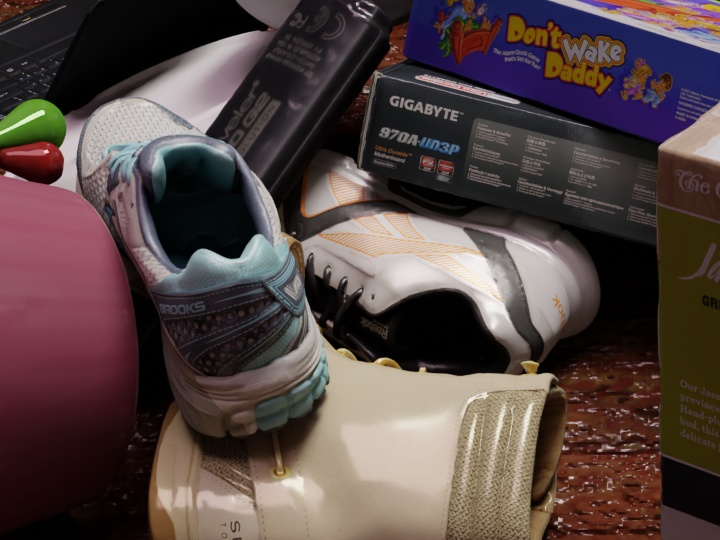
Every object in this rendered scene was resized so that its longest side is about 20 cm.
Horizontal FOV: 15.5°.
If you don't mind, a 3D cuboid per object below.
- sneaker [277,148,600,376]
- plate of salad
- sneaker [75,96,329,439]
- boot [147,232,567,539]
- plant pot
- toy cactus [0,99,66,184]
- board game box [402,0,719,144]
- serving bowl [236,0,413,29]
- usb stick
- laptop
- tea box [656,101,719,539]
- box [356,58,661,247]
[{"bbox_3d":[0.000,0.000,1.151,0.199,0.074,0.080,11,35,27],"label":"sneaker"},{"bbox_3d":[-0.084,-0.066,1.285,0.199,0.048,0.200,-20,18,7],"label":"plate of salad"},{"bbox_3d":[-0.064,-0.026,1.037,0.077,0.087,0.200,-20,38,-13],"label":"sneaker"},{"bbox_3d":[0.005,0.051,1.050,0.154,0.073,0.200,-3,34,9],"label":"boot"},{"bbox_3d":[-0.191,0.035,1.012,0.178,0.201,0.200,-3,25,-32],"label":"plant pot"},{"bbox_3d":[-0.211,-0.019,1.139,0.199,0.165,0.103,-22,76,-12],"label":"toy cactus"},{"bbox_3d":[0.138,-0.090,1.154,0.199,0.045,0.134,22,18,35],"label":"board game box"},{"bbox_3d":[0.032,-0.160,1.244,0.199,0.066,0.200,-26,2,1],"label":"serving bowl"},{"bbox_3d":[-0.057,-0.036,1.152,0.055,0.033,0.200,28,81,45],"label":"usb stick"},{"bbox_3d":[-0.135,-0.146,1.398,0.199,0.104,0.177,22,38,39],"label":"laptop"},{"bbox_3d":[0.215,0.017,0.964,0.133,0.198,0.200,18,35,34],"label":"tea box"},{"bbox_3d":[0.114,-0.054,1.185,0.199,0.046,0.159,15,15,13],"label":"box"}]
